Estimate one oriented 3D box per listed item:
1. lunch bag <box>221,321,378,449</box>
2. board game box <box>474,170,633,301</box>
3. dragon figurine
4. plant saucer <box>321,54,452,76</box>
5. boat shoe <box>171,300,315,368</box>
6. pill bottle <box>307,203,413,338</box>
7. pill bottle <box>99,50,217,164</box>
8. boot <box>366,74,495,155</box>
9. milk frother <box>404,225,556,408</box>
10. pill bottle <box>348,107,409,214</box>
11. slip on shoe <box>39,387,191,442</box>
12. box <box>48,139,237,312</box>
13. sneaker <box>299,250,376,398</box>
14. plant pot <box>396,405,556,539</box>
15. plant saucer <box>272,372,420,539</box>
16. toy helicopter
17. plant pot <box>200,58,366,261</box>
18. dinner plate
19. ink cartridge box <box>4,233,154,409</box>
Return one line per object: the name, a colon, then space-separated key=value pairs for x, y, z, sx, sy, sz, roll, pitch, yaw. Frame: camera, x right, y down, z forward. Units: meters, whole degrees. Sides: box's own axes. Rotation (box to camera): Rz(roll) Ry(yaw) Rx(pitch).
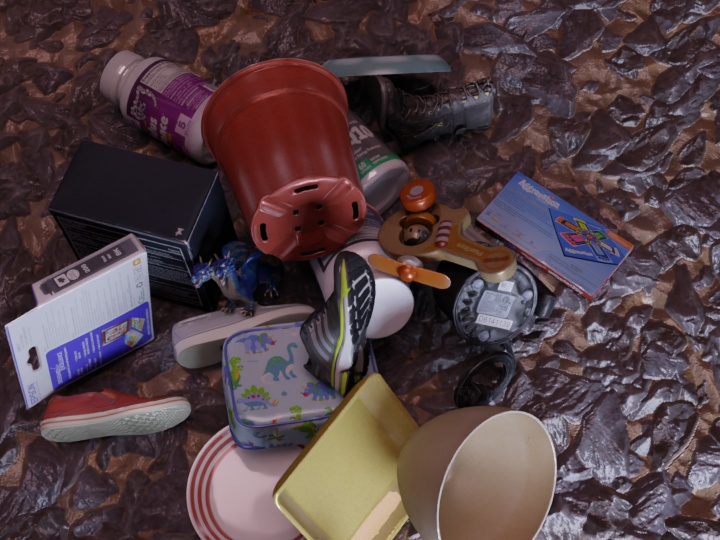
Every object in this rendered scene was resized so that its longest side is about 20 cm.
lunch bag: x=-0.077 y=0.143 z=1.538 sx=0.200 sy=0.082 sz=0.161 roll=-7 pitch=56 yaw=-12
board game box: x=0.271 y=-0.050 z=1.668 sx=0.200 sy=0.019 sz=0.103 roll=36 pitch=72 yaw=20
dragon figurine: x=-0.150 y=-0.006 z=1.586 sx=0.059 sy=0.100 sz=0.200 roll=10 pitch=30 yaw=28
plant saucer: x=0.032 y=-0.296 z=1.723 sx=0.200 sy=0.200 sz=0.027 roll=-2 pitch=98 yaw=3
boat shoe: x=-0.159 y=0.071 z=1.606 sx=0.201 sy=0.070 sz=0.072 roll=-15 pitch=51 yaw=-10
pill bottle: x=0.000 y=0.000 z=1.561 sx=0.119 sy=0.120 sz=0.200 roll=-18 pitch=33 yaw=-5
pill bottle: x=-0.283 y=-0.247 z=1.756 sx=0.200 sy=0.112 sz=0.112 roll=29 pitch=68 yaw=18
boot: x=0.106 y=-0.240 z=1.684 sx=0.174 sy=0.200 sz=0.069 roll=-18 pitch=67 yaw=2
milk frother: x=0.135 y=0.053 z=1.568 sx=0.200 sy=0.180 sz=0.188 roll=-54 pitch=30 yaw=8
pill bottle: x=-0.034 y=-0.171 z=1.699 sx=0.113 sy=0.113 sz=0.200 roll=-38 pitch=66 yaw=-15
slip on shoe: x=-0.322 y=0.182 z=1.563 sx=0.200 sy=0.074 sz=0.061 roll=-7 pitch=59 yaw=6
box: x=-0.285 y=-0.059 z=1.611 sx=0.200 sy=0.198 sz=0.123 roll=14 pitch=65 yaw=10
sneaker: x=-0.034 y=0.063 z=1.438 sx=0.081 sy=0.200 sz=0.074 roll=18 pitch=32 yaw=19
plant pot: x=0.122 y=0.250 z=1.446 sx=0.134 sy=0.200 sz=0.200 roll=16 pitch=60 yaw=49
plant saucer: x=-0.008 y=0.252 z=1.458 sx=0.048 sy=0.200 sz=0.200 roll=16 pitch=59 yaw=49
toy helicopter: x=0.100 y=-0.025 z=1.447 sx=0.200 sy=0.079 sz=0.132 roll=23 pitch=57 yaw=40
plant pot: x=-0.088 y=-0.130 z=1.513 sx=0.201 sy=0.201 sz=0.195 roll=-16 pitch=51 yaw=-4
dinner plate: x=-0.122 y=0.282 z=1.521 sx=0.200 sy=0.024 sz=0.200 roll=-2 pitch=63 yaw=4
ink cartridge box: x=-0.362 y=0.067 z=1.526 sx=0.200 sy=0.198 sz=0.043 roll=-31 pitch=62 yaw=-27
